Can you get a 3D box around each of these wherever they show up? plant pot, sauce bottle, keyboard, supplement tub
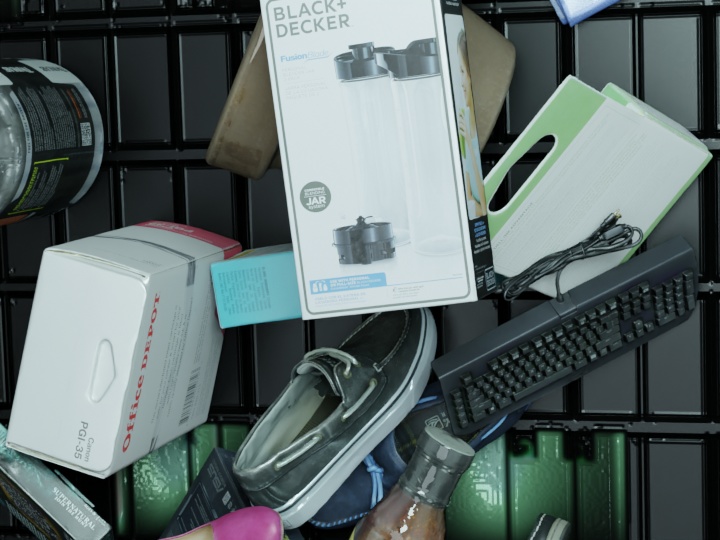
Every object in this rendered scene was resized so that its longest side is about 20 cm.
[{"bbox_3d":[0.007,-0.134,1.276,0.174,0.200,0.201,23,102,-5],"label":"plant pot"},{"bbox_3d":[0.019,0.205,1.300,0.066,0.066,0.201,30,99,10],"label":"sauce bottle"},{"bbox_3d":[0.140,0.032,1.260,0.199,0.021,0.127,-27,132,-9],"label":"keyboard"},{"bbox_3d":[-0.274,-0.091,1.338,0.122,0.200,0.123,2,96,14],"label":"supplement tub"}]

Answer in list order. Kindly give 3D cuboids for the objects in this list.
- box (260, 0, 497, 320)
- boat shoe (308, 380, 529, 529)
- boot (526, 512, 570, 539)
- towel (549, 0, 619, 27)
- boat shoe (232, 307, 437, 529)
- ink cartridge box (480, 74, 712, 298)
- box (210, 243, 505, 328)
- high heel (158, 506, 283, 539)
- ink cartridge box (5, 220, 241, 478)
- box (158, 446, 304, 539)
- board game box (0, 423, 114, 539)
[{"bbox_3d":[0.011,-0.077,1.134,0.116,0.060,0.201,-5,94,17],"label":"box"},{"bbox_3d":[0.030,0.123,1.348,0.200,0.069,0.084,-39,85,16],"label":"boat shoe"},{"bbox_3d":[0.048,0.237,1.356,0.153,0.073,0.204,32,102,13],"label":"boot"},{"bbox_3d":[0.160,-0.288,1.289,0.146,0.024,0.201,-27,91,14],"label":"towel"},{"bbox_3d":[-0.015,0.088,1.305,0.072,0.071,0.200,12,56,40],"label":"boat shoe"},{"bbox_3d":[0.133,-0.058,1.234,0.146,0.200,0.048,-51,52,15],"label":"ink cartridge box"},{"bbox_3d":[0.000,0.000,1.336,0.199,0.082,0.049,-8,96,16],"label":"box"},{"bbox_3d":[-0.135,0.205,1.278,0.200,0.096,0.068,-33,50,47],"label":"high heel"},{"bbox_3d":[-0.164,0.049,1.324,0.082,0.200,0.147,15,100,13],"label":"ink cartridge box"},{"bbox_3d":[-0.095,0.250,1.338,0.051,0.200,0.158,20,111,-32],"label":"box"},{"bbox_3d":[-0.236,0.169,1.367,0.135,0.200,0.028,42,73,7],"label":"board game box"}]
